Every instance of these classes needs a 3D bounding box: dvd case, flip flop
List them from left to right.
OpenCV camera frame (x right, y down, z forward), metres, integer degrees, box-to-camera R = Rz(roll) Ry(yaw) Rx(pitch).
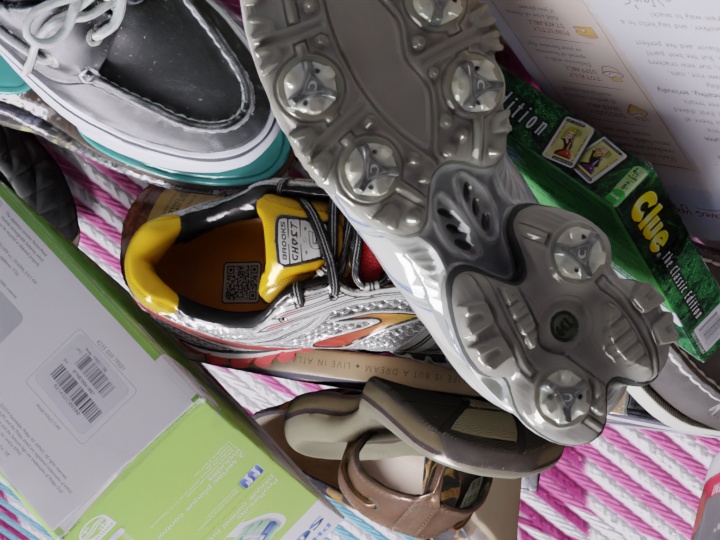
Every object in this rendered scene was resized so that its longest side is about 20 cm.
[{"bbox_3d":[0.019,0.077,1.065,0.081,0.058,0.200,13,172,-21],"label":"flip flop"},{"bbox_3d":[0.049,0.050,1.139,0.199,0.016,0.149,5,175,27],"label":"dvd case"}]

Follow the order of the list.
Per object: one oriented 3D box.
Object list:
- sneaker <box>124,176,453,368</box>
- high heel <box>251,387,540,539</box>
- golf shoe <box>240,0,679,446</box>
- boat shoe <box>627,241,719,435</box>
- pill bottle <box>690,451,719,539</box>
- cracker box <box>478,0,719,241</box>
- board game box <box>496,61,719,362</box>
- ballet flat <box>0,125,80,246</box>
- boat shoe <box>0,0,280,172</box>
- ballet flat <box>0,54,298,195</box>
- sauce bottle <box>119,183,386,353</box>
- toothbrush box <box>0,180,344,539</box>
[{"bbox_3d":[0.000,0.000,1.044,0.199,0.078,0.082,-10,165,20],"label":"sneaker"},{"bbox_3d":[0.003,0.091,1.205,0.142,0.072,0.200,6,-176,9],"label":"high heel"},{"bbox_3d":[0.015,-0.032,0.859,0.200,0.078,0.097,59,165,-9],"label":"golf shoe"},{"bbox_3d":[0.167,0.041,1.033,0.201,0.072,0.060,34,153,-32],"label":"boat shoe"},{"bbox_3d":[0.179,0.180,1.126,0.110,0.201,0.111,14,157,6],"label":"pill bottle"},{"bbox_3d":[0.112,-0.083,0.842,0.134,0.058,0.200,10,151,40],"label":"cracker box"},{"bbox_3d":[0.043,-0.049,0.938,0.200,0.023,0.105,38,169,37],"label":"board game box"},{"bbox_3d":[-0.187,-0.056,1.228,0.066,0.057,0.200,14,154,31],"label":"ballet flat"},{"bbox_3d":[-0.110,-0.108,1.013,0.199,0.074,0.068,41,170,-8],"label":"boat shoe"},{"bbox_3d":[-0.116,-0.083,1.094,0.200,0.072,0.072,18,157,3],"label":"ballet flat"},{"bbox_3d":[-0.011,0.003,1.149,0.200,0.066,0.066,13,153,33],"label":"sauce bottle"},{"bbox_3d":[-0.108,0.064,1.163,0.146,0.086,0.200,45,177,26],"label":"toothbrush box"}]
